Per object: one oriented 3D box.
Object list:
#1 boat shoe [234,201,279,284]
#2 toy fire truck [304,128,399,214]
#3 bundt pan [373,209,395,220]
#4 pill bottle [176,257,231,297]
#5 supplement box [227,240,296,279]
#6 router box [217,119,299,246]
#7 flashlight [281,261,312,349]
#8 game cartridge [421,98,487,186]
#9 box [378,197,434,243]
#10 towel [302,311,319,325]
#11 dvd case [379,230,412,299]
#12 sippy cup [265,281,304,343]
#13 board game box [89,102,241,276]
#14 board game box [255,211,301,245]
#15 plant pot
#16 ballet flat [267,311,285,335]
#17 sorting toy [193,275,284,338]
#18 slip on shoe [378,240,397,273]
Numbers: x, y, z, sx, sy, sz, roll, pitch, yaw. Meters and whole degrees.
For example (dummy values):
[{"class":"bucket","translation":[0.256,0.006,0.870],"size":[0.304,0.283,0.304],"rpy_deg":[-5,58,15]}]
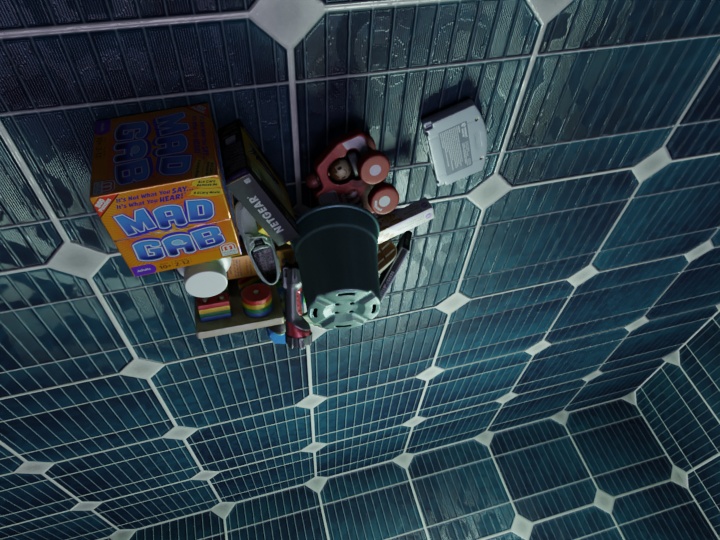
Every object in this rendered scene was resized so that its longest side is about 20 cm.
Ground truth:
[{"class":"boat shoe","translation":[-0.221,-0.061,1.152],"size":[0.070,0.072,0.202],"rpy_deg":[-21,114,-11]},{"class":"toy fire truck","translation":[-0.023,-0.184,1.086],"size":[0.167,0.112,0.201],"rpy_deg":[-26,134,-2]},{"class":"bundt pan","translation":[-0.002,-0.106,1.255],"size":[0.200,0.076,0.203],"rpy_deg":[-13,144,-9]},{"class":"pill bottle","translation":[-0.326,-0.049,1.072],"size":[0.110,0.201,0.111],"rpy_deg":[-12,143,-9]},{"class":"supplement box","translation":[-0.249,-0.032,1.235],"size":[0.198,0.069,0.067],"rpy_deg":[-11,129,-15]},{"class":"router box","translation":[-0.197,-0.167,1.017],"size":[0.052,0.158,0.200],"rpy_deg":[-24,144,8]},{"class":"flashlight","translation":[-0.146,0.081,1.223],"size":[0.067,0.068,0.202],"rpy_deg":[5,107,9]},{"class":"game cartridge","translation":[0.215,-0.282,1.159],"size":[0.132,0.041,0.200],"rpy_deg":[-19,144,6]},{"class":"box","translation":[0.072,-0.104,1.195],"size":[0.199,0.042,0.039],"rpy_deg":[-24,143,-1]},{"class":"towel","translation":[-0.066,0.107,1.300],"size":[0.152,0.024,0.200],"rpy_deg":[9,159,-33]},{"class":"dvd case","translation":[0.075,0.003,1.341],"size":[0.025,0.150,0.201],"rpy_deg":[27,113,-3]},{"class":"sippy cup","translation":[-0.209,0.121,1.405],"size":[0.177,0.131,0.140],"rpy_deg":[-23,145,4]},{"class":"board game box","translation":[-0.342,-0.145,0.941],"size":[0.198,0.201,0.201],"rpy_deg":[-13,143,-8]},{"class":"board game box","translation":[-0.156,-0.097,1.166],"size":[0.030,0.096,0.199],"rpy_deg":[-36,145,23]},{"class":"plant pot","translation":[-0.044,0.000,1.073],"size":[0.198,0.197,0.201],"rpy_deg":[-6,144,-4]},{"class":"ballet flat","translation":[-0.256,0.085,1.319],"size":[0.068,0.199,0.069],"rpy_deg":[-47,162,-44]},{"class":"sorting toy","translation":[-0.295,0.053,1.234],"size":[0.197,0.200,0.070],"rpy_deg":[-9,126,-13]},{"class":"slip on shoe","translation":[0.000,0.000,1.244],"size":[0.200,0.076,0.061],"rpy_deg":[-40,178,-11]}]
